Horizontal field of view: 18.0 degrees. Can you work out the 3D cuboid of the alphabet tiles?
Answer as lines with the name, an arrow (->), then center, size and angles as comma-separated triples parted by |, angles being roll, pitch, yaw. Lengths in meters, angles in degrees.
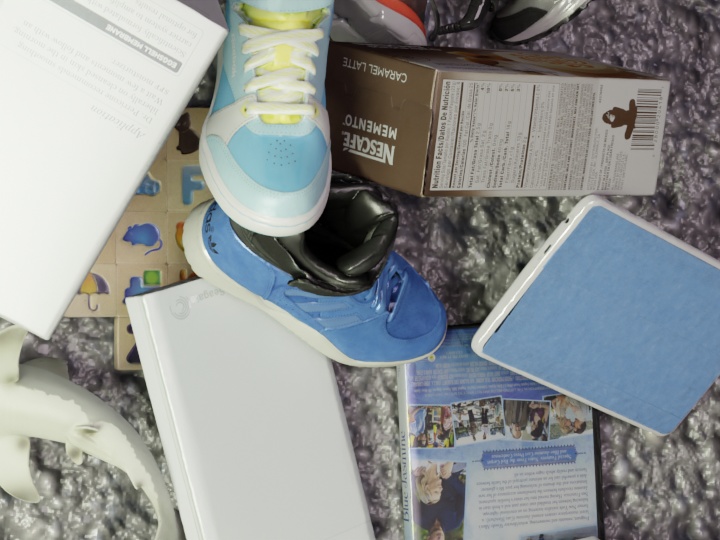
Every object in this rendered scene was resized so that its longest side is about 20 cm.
alphabet tiles -> -0.123, -0.021, 1.436 | 0.200, 0.008, 0.167 | 0, 89, -21

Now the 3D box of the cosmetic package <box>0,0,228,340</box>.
cosmetic package -> -0.177, -0.095, 1.281 | 0.123, 0.199, 0.200 | 30, 100, -13

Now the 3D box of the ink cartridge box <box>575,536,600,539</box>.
ink cartridge box -> 0.117, 0.247, 1.474 | 0.200, 0.067, 0.117 | -10, 108, -18

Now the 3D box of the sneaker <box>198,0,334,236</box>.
sneaker -> -0.049, -0.127, 1.305 | 0.079, 0.131, 0.200 | 2, 50, -10

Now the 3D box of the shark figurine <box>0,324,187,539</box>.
shark figurine -> -0.176, 0.092, 1.381 | 0.214, 0.090, 0.128 | 28, 113, -10

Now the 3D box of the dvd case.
dvd case -> 0.095, 0.134, 1.511 | 0.143, 0.018, 0.200 | -2, 89, -22

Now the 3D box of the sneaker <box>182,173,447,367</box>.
sneaker -> 0.000, 0.001, 1.394 | 0.200, 0.111, 0.077 | 29, 63, -32

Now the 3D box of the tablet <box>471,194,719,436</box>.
tablet -> 0.176, 0.033, 1.487 | 0.200, 0.014, 0.130 | 25, 110, -39

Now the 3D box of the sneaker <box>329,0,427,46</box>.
sneaker -> -0.015, -0.209, 1.424 | 0.200, 0.077, 0.082 | 48, 52, -52

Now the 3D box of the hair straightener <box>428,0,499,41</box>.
hair straightener -> 0.076, -0.243, 1.457 | 0.077, 0.041, 0.200 | 24, 87, -30

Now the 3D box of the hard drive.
hard drive -> -0.066, 0.097, 1.418 | 0.132, 0.026, 0.200 | -18, 96, -41

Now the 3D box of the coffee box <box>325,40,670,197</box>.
coffee box -> 0.082, -0.095, 1.424 | 0.200, 0.114, 0.080 | -2, 104, -38

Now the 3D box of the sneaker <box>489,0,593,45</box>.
sneaker -> 0.149, -0.228, 1.476 | 0.079, 0.074, 0.200 | 40, 115, -4
